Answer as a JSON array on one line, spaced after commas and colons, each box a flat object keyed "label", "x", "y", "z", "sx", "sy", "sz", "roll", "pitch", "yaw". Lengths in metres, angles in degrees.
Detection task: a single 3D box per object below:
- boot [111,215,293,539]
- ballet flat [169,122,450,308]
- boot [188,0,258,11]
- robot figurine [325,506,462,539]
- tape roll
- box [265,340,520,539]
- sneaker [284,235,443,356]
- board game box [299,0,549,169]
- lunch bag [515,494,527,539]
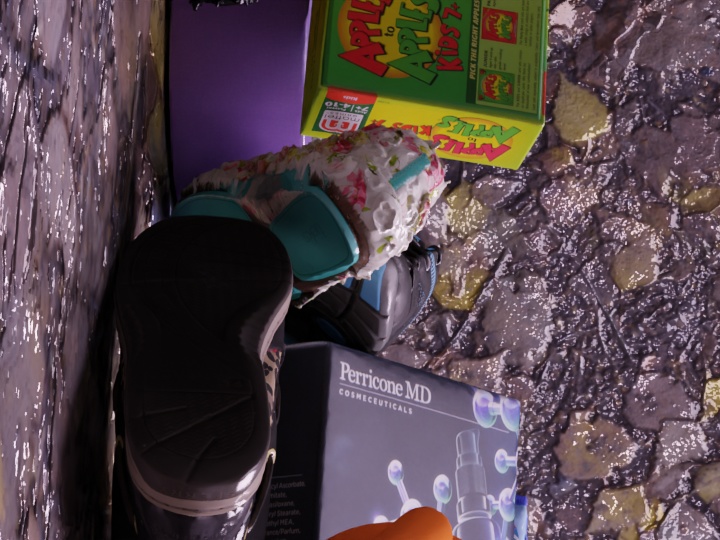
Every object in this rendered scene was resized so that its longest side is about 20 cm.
[{"label": "boot", "x": -0.068, "y": 0.081, "z": 1.010, "sx": 0.200, "sy": 0.073, "sz": 0.151, "roll": -97, "pitch": -168, "yaw": -58}, {"label": "ballet flat", "x": -0.019, "y": -0.026, "z": 1.089, "sx": 0.076, "sy": 0.064, "sz": 0.200, "roll": 60, "pitch": -23, "yaw": -13}, {"label": "boot", "x": -0.045, "y": -0.214, "z": 1.066, "sx": 0.200, "sy": 0.076, "sz": 0.169, "roll": -67, "pitch": 157, "yaw": -64}, {"label": "robot figurine", "x": 0.009, "y": 0.180, "z": 1.037, "sx": 0.144, "sy": 0.117, "sz": 0.200, "roll": -47, "pitch": -170, "yaw": 23}, {"label": "tape roll", "x": -0.049, "y": -0.122, "z": 1.214, "sx": 0.200, "sy": 0.065, "sz": 0.201, "roll": 2, "pitch": 90, "yaw": -87}, {"label": "box", "x": -0.010, "y": 0.150, "z": 1.217, "sx": 0.148, "sy": 0.107, "sz": 0.201, "roll": 18, "pitch": 69, "yaw": -44}, {"label": "sneaker", "x": 0.000, "y": 0.000, "z": 1.244, "sx": 0.082, "sy": 0.073, "sz": 0.200, "roll": -44, "pitch": 178, "yaw": -12}, {"label": "board game box", "x": 0.033, "y": -0.151, "z": 1.119, "sx": 0.048, "sy": 0.101, "sz": 0.201, "roll": 116, "pitch": -19, "yaw": -64}, {"label": "lunch bag", "x": 0.020, "y": 0.213, "z": 1.560, "sx": 0.094, "sy": 0.199, "sz": 0.151, "roll": 89, "pitch": 5, "yaw": -58}]
